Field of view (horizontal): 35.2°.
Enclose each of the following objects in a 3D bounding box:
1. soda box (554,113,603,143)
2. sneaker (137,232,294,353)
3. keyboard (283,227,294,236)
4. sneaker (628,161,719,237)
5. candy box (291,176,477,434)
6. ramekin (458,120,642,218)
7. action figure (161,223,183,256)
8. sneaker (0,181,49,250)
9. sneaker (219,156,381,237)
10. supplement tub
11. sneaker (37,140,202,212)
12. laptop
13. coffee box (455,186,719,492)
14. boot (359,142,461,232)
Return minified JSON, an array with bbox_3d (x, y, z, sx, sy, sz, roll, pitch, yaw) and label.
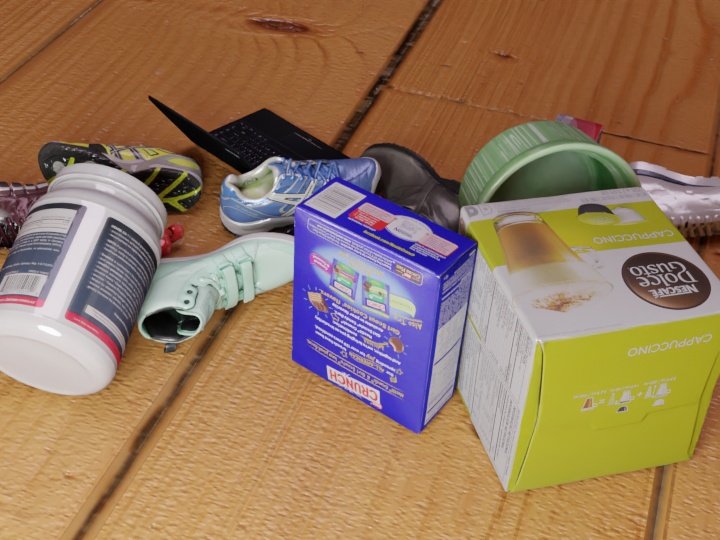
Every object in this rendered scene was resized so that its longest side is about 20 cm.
[{"bbox_3d":[0.250,-0.119,1.431,0.063,0.070,0.200,17,40,14],"label":"soda box"},{"bbox_3d":[-0.144,0.027,1.203,0.200,0.074,0.118,-13,34,-6],"label":"sneaker"},{"bbox_3d":[0.000,0.000,1.276,0.200,0.021,0.127,1,47,12],"label":"keyboard"},{"bbox_3d":[0.407,-0.070,1.395,0.200,0.076,0.081,11,50,15],"label":"sneaker"},{"bbox_3d":[0.017,0.035,1.110,0.169,0.200,0.077,27,42,26],"label":"candy box"},{"bbox_3d":[0.206,-0.069,1.269,0.200,0.200,0.098,-5,31,-11],"label":"ramekin"},{"bbox_3d":[-0.277,-0.009,1.259,0.200,0.052,0.065,-30,54,-35],"label":"action figure"},{"bbox_3d":[-0.377,-0.044,1.276,0.200,0.076,0.116,-15,45,-24],"label":"sneaker"},{"bbox_3d":[-0.070,-0.096,1.336,0.200,0.077,0.076,-17,55,-7],"label":"sneaker"},{"bbox_3d":[-0.281,0.009,1.125,0.140,0.140,0.200,11,57,8],"label":"supplement tub"},{"bbox_3d":[-0.292,-0.120,1.389,0.200,0.075,0.076,12,30,-7],"label":"sneaker"},{"bbox_3d":[-0.137,-0.178,1.442,0.177,0.103,0.200,34,47,31],"label":"laptop"},{"bbox_3d":[0.209,0.063,1.091,0.199,0.200,0.198,-8,40,-14],"label":"coffee box"},{"bbox_3d":[0.043,-0.078,1.369,0.200,0.068,0.131,30,51,31],"label":"boot"}]
